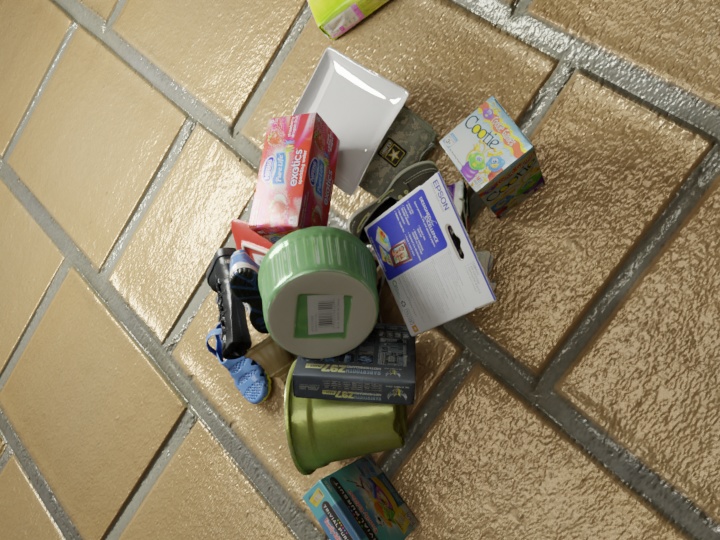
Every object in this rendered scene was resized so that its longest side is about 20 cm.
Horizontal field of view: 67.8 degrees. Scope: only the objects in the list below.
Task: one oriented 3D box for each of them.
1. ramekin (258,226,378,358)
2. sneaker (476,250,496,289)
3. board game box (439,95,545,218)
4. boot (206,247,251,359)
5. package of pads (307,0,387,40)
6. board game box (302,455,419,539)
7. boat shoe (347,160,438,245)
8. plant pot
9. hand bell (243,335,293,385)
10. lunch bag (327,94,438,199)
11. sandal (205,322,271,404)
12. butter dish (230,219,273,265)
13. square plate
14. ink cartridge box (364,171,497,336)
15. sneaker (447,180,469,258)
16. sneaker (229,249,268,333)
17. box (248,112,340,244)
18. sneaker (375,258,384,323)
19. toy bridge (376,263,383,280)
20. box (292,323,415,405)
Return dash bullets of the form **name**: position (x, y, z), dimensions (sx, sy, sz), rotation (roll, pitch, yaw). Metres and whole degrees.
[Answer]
- **ramekin**: position (-0.063, 0.043, 0.843), dimensions (0.199, 0.200, 0.098), rotation (-37, 33, 16)
- **sneaker**: position (0.160, -0.018, 0.956), dimensions (0.143, 0.081, 0.202), rotation (-12, 48, -8)
- **board game box**: position (0.218, -0.173, 0.865), dimensions (0.102, 0.199, 0.106), rotation (-38, 70, 16)
- **boot**: position (-0.263, 0.082, 1.078), dimensions (0.064, 0.165, 0.203), rotation (-9, 66, -19)
- **package of pads**: position (-0.020, -0.590, 1.093), dimensions (0.198, 0.068, 0.157), rotation (-28, 73, 20)
- **board game box**: position (0.008, 0.403, 0.899), dimensions (0.047, 0.199, 0.151), rotation (-45, 69, 13)
- **boat shoe**: position (0.066, -0.118, 0.970), dimensions (0.200, 0.072, 0.061), rotation (-38, 32, 6)
- **plant pot**: position (-0.015, 0.249, 0.946), dimensions (0.180, 0.200, 0.205), rotation (-7, 81, 12)
- **hand bell**: position (-0.138, 0.226, 1.063), dimensions (0.103, 0.104, 0.202), rotation (-34, 85, 17)
- **lunch bag**: position (0.030, -0.245, 1.008), dimensions (0.199, 0.117, 0.165), rotation (42, 104, 17)
- **sandal**: position (-0.260, 0.190, 1.109), dimensions (0.079, 0.087, 0.201), rotation (-43, 71, 12)
- **butter dish**: position (-0.130, -0.026, 1.049), dimensions (0.197, 0.148, 0.202), rotation (19, 136, 26)
- **square plate**: position (-0.033, -0.267, 0.961), dimensions (0.197, 0.028, 0.202), rotation (36, 103, 23)
- **ink cartridge box**: position (0.109, -0.019, 0.824), dimensions (0.199, 0.046, 0.201), rotation (-31, 79, 49)
- **sneaker**: position (0.143, -0.074, 0.918), dimensions (0.082, 0.082, 0.202), rotation (-7, 38, 19)
- **sneaker**: position (-0.188, 0.042, 1.000), dimensions (0.074, 0.202, 0.078), rotation (-19, 47, -5)
- **box**: position (-0.108, -0.149, 0.900), dimensions (0.098, 0.095, 0.204), rotation (1, 74, 25)
- **sneaker**: position (-0.008, 0.070, 0.991), dimensions (0.076, 0.112, 0.205), rotation (0, 84, 24)
- **toy bridge**: position (0.000, 0.000, 0.933), dimensions (0.198, 0.027, 0.068), rotation (-32, 53, 2)
- **box**: position (-0.005, 0.150, 0.900), dimensions (0.195, 0.158, 0.052), rotation (2, 117, 4)
